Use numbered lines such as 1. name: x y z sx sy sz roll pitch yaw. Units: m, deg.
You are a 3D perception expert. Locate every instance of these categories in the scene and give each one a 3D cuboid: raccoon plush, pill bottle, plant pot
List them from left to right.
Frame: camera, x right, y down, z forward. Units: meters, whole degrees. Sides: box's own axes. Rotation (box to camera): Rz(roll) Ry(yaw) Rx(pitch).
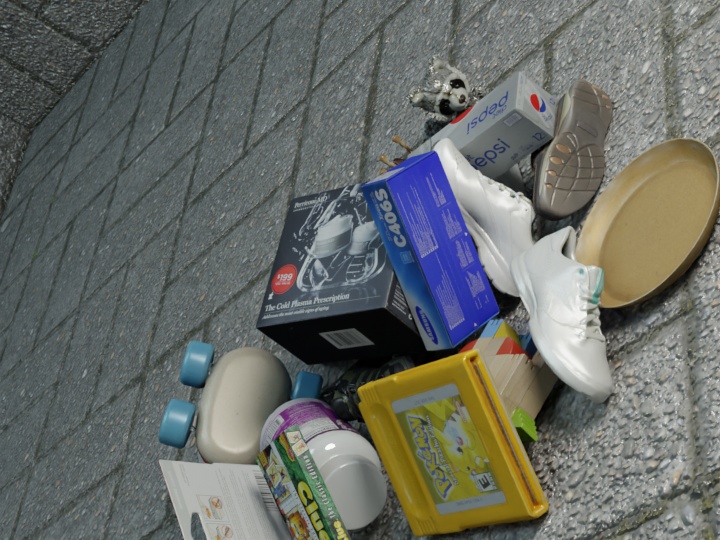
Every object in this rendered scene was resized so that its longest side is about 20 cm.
1. pill bottle: -0.041 0.230 1.732 0.112 0.112 0.200 -58 25 1
2. raccoon plush: 0.094 -0.212 1.955 0.200 0.134 0.097 -16 49 56
3. plant pot: 0.299 -0.044 1.510 0.200 0.027 0.200 -43 28 30

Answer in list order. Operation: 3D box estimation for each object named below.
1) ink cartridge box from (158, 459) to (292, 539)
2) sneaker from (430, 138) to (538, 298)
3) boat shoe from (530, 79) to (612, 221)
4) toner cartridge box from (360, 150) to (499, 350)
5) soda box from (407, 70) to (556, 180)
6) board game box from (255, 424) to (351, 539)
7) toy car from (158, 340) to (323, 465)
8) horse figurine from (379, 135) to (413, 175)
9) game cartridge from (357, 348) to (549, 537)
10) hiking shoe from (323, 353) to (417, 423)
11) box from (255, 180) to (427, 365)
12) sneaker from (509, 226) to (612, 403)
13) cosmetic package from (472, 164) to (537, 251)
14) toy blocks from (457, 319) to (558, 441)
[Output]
1. ink cartridge box: -0.148 0.315 1.681 0.044 0.174 0.200 -43 55 30
2. sneaker: 0.150 -0.070 1.664 0.087 0.200 0.075 -34 1 18
3. boat shoe: 0.237 -0.129 1.688 0.073 0.074 0.200 -42 19 53
4. toner cartridge box: 0.078 -0.022 1.615 0.043 0.200 0.095 -11 16 46
5. soda box: 0.137 -0.145 1.716 0.200 0.063 0.068 -35 32 40
6. board game box: -0.053 0.279 1.631 0.200 0.023 0.105 64 147 14
7. toy car: -0.164 0.216 1.970 0.200 0.184 0.177 106 179 -59
8. horse figurine: 0.079 -0.102 1.901 0.050 0.133 0.200 -43 17 16
9. game cartridge: 0.087 0.182 1.504 0.032 0.176 0.200 -24 0 -39
10. hiking shoe: 0.022 0.149 1.723 0.101 0.076 0.200 -38 12 -12
11. box: 0.000 0.000 1.713 0.200 0.104 0.182 -10 53 38
12. sneaker: 0.217 0.037 1.478 0.088 0.075 0.200 -42 47 24
13. cosmetic package: 0.144 -0.091 1.801 0.102 0.074 0.200 -47 26 24
14. toy blocks: 0.143 0.113 1.567 0.200 0.100 0.137 -10 42 58
